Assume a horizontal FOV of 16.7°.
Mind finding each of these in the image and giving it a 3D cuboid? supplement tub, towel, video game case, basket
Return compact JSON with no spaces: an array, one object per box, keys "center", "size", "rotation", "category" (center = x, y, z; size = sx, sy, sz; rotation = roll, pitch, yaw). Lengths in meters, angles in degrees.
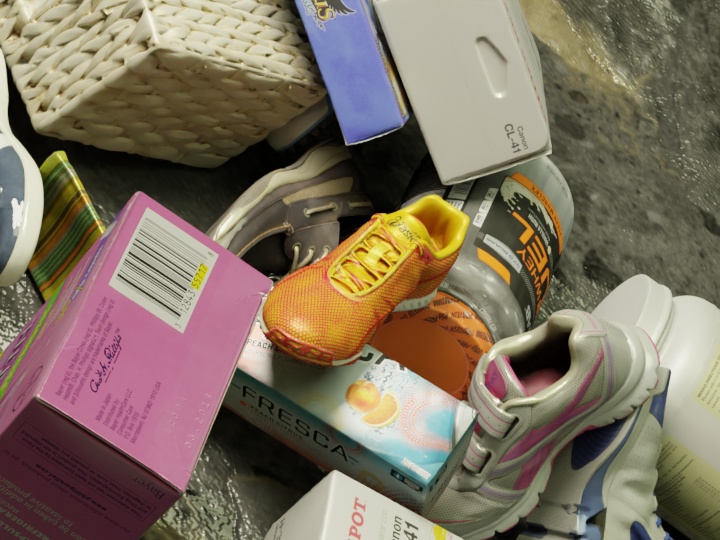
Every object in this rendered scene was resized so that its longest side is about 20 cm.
[{"center":[0.244,0.109,1.742],"size":[0.200,0.145,0.145],"rotation":[36,40,-10],"category":"supplement tub"},{"center":[-0.161,0.029,1.511],"size":[0.018,0.086,0.200],"rotation":[-15,67,-38],"category":"towel"},{"center":[0.069,0.002,1.702],"size":[0.122,0.123,0.200],"rotation":[37,41,-9],"category":"supplement tub"},{"center":[-0.014,-0.195,1.678],"size":[0.181,0.045,0.201],"rotation":[-58,129,-79],"category":"video game case"},{"center":[-0.134,-0.155,1.633],"size":[0.200,0.135,0.124],"rotation":[10,55,-52],"category":"basket"}]

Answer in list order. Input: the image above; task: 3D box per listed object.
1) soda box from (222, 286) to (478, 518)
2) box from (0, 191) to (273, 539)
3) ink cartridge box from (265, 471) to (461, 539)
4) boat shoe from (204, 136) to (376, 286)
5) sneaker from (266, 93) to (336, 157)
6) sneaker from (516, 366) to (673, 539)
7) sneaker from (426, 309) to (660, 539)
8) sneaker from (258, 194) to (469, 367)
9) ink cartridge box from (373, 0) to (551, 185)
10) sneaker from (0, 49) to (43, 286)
[{"center":[-0.027,0.075,1.546],"size":[0.200,0.068,0.064],"rotation":[31,63,11],"category":"soda box"},{"center":[-0.159,0.088,1.373],"size":[0.097,0.200,0.176],"rotation":[34,41,-11],"category":"box"},{"center":[0.034,0.236,1.490],"size":[0.200,0.086,0.148],"rotation":[31,42,-18],"category":"ink cartridge box"},{"center":[-0.047,-0.026,1.666],"size":[0.073,0.075,0.200],"rotation":[47,41,3],"category":"boat shoe"},{"center":[-0.048,-0.155,1.773],"size":[0.072,0.072,0.200],"rotation":[43,30,-27],"category":"sneaker"},{"center":[0.170,0.161,1.653],"size":[0.115,0.080,0.200],"rotation":[22,84,-44],"category":"sneaker"},{"center":[0.095,0.093,1.595],"size":[0.088,0.200,0.081],"rotation":[38,10,-44],"category":"sneaker"},{"center":[0.000,0.000,1.521],"size":[0.073,0.077,0.200],"rotation":[33,32,12],"category":"sneaker"},{"center":[0.069,-0.168,1.709],"size":[0.200,0.085,0.148],"rotation":[-85,154,-67],"category":"ink cartridge box"},{"center":[-0.258,-0.073,1.531],"size":[0.084,0.075,0.200],"rotation":[11,40,-36],"category":"sneaker"}]
